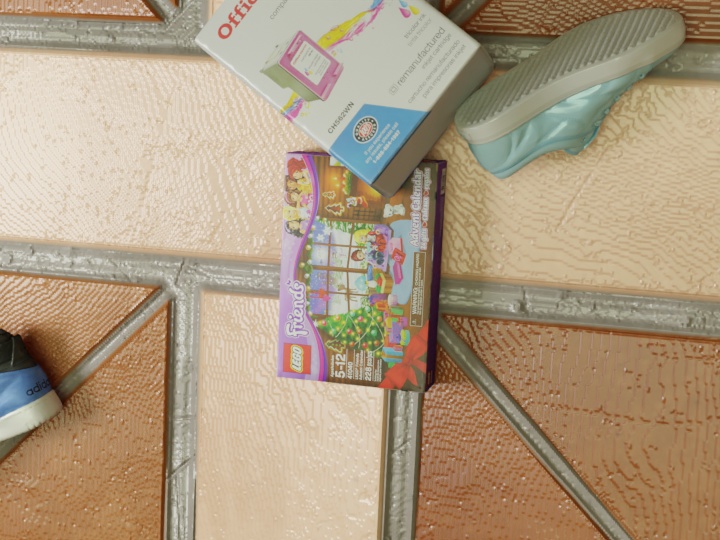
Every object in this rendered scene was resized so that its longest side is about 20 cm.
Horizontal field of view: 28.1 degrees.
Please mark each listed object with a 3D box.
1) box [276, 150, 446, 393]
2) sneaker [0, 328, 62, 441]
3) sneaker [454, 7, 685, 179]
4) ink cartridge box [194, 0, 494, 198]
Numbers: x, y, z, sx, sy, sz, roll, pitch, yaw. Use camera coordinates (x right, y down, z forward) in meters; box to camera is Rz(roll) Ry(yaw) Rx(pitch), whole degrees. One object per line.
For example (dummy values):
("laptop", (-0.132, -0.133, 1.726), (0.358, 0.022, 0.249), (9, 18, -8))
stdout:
("box", (0.000, 0.000, 1.249), (0.137, 0.039, 0.201), (5, 99, 15))
("sneaker", (-0.390, 0.125, 1.352), (0.200, 0.077, 0.111), (-25, 96, 13))
("sneaker", (0.178, -0.142, 1.176), (0.200, 0.074, 0.082), (-26, 127, 9))
("ink cartridge box", (-0.014, -0.179, 1.184), (0.200, 0.085, 0.145), (40, 95, 14))
